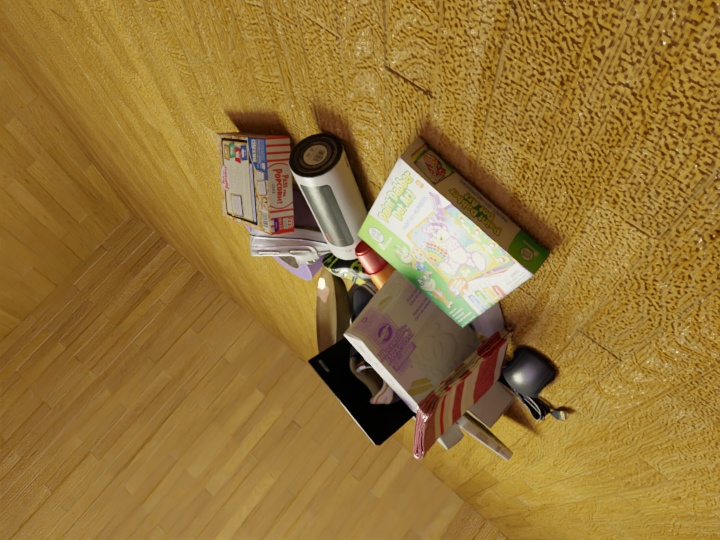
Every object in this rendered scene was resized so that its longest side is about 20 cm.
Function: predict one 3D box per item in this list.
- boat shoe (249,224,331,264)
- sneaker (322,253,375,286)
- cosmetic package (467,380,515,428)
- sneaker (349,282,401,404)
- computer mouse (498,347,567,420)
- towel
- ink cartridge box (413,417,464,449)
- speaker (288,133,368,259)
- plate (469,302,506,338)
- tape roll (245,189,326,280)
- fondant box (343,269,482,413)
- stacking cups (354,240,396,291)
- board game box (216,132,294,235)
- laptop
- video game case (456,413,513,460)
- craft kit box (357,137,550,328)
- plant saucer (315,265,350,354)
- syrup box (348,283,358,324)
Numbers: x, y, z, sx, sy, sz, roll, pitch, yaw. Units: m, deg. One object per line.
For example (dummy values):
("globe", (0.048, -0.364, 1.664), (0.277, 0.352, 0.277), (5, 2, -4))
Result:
("boat shoe", (-0.098, -0.043, 1.071), (0.196, 0.067, 0.074), (7, -168, 7))
("sneaker", (0.000, 0.000, 1.085), (0.199, 0.076, 0.077), (22, 155, 54))
("cosmetic package", (0.194, 0.210, 1.103), (0.105, 0.071, 0.200), (41, 175, 1))
("sneaker", (0.019, 0.118, 0.988), (0.079, 0.078, 0.203), (-49, 58, 56))
("computer mouse", (0.278, 0.198, 0.980), (0.140, 0.046, 0.200), (41, 164, 10))
("towel", (0.153, 0.181, 0.899), (0.023, 0.199, 0.146), (37, 149, 30))
("ink cartridge box", (0.101, 0.229, 1.166), (0.202, 0.047, 0.160), (58, 169, -18))
("speaker", (-0.037, -0.103, 0.900), (0.081, 0.081, 0.201), (32, 161, 31))
("plate", (0.124, 0.022, 0.924), (0.198, 0.032, 0.201), (29, 160, 38))
("tape roll", (-0.143, -0.080, 1.202), (0.199, 0.085, 0.201), (39, 163, 14))
("fondant box", (0.088, 0.109, 0.911), (0.201, 0.145, 0.058), (49, 163, -28))
("stacking cups", (0.055, 0.036, 0.954), (0.201, 0.061, 0.060), (51, 161, -29))
("board game box", (-0.181, -0.153, 1.029), (0.199, 0.046, 0.155), (21, 116, 52))
("laptop", (0.012, 0.209, 1.056), (0.178, 0.103, 0.200), (48, 169, 16))
("video game case", (0.201, 0.290, 1.241), (0.181, 0.023, 0.200), (40, 180, -36))
("craft kit box", (0.102, -0.036, 0.751), (0.197, 0.048, 0.200), (44, 154, 6))
("plant saucer", (-0.053, 0.091, 1.177), (0.035, 0.205, 0.200), (0, 172, -15))
("syrup box", (0.033, 0.070, 1.172), (0.079, 0.082, 0.199), (42, 163, -16))
